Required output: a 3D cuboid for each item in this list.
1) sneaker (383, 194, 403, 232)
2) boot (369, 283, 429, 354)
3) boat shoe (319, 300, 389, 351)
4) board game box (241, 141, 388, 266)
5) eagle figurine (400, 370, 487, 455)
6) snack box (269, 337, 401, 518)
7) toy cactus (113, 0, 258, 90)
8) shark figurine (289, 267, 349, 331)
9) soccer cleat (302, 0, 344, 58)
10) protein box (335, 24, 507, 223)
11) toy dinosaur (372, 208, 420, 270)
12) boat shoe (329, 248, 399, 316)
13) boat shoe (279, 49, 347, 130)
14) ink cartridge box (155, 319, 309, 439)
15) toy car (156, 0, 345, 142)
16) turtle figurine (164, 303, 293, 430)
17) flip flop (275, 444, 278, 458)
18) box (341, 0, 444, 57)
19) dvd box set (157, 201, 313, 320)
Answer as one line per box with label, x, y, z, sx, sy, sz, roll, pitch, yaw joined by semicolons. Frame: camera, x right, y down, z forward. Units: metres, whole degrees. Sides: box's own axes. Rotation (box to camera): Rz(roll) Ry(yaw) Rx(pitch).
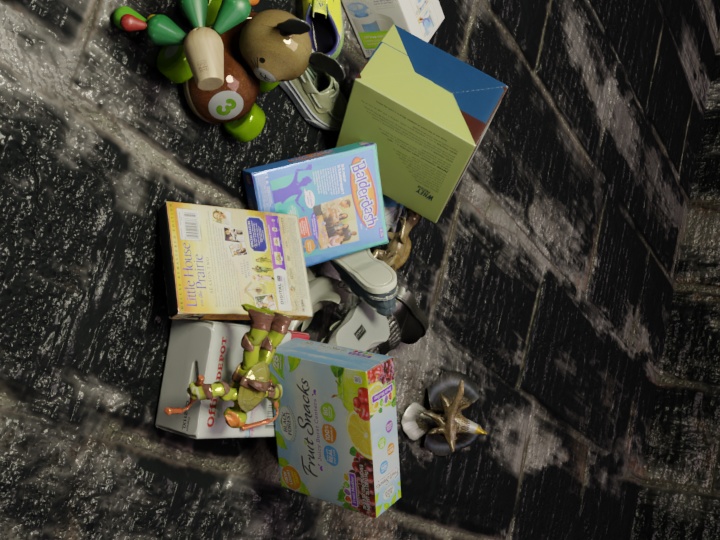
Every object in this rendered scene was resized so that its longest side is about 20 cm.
sneaker;0.011;-0.087;1.381;0.199;0.074;0.088;2;98;-54
boot;0.037;0.120;1.429;0.159;0.079;0.211;-60;155;-13
boat shoe;-0.017;0.098;1.251;0.071;0.063;0.200;59;25;0
board game box;-0.061;-0.091;1.230;0.198;0.045;0.154;-16;109;-24
eagle figurine;0.174;0.286;1.634;0.151;0.151;0.200;-40;175;5
snack box;-0.035;0.204;1.125;0.067;0.167;0.203;-20;113;-50
toy cactus;-0.184;-0.291;0.967;0.102;0.197;0.167;97;-20;-75
shark figurine;-0.071;0.066;1.271;0.215;0.089;0.129;-57;135;-36
soccer cleat;-0.059;-0.403;1.232;0.084;0.064;0.203;-76;160;-68
protein box;0.084;-0.218;1.290;0.136;0.197;0.201;-58;175;-32
toy dinosaur;0.049;-0.020;1.387;0.101;0.058;0.202;11;107;-58
boat shoe;0.000;0.000;1.289;0.074;0.200;0.063;-22;125;-22
boat shoe;-0.065;-0.268;1.257;0.200;0.061;0.073;36;66;-52
ink cartridge box;-0.167;0.144;1.144;0.199;0.082;0.148;14;83;-54
toy car;-0.119;-0.262;1.064;0.164;0.198;0.160;40;62;-48
turtle figurine;-0.140;0.126;1.033;0.199;0.064;0.163;17;91;-52
flip flop;-0.059;0.228;1.257;0.201;0.058;0.081;-52;158;26
box;0.036;-0.450;1.334;0.102;0.111;0.201;-57;137;-31
dvd box set;-0.159;-0.008;1.097;0.198;0.029;0.148;3;69;-38
